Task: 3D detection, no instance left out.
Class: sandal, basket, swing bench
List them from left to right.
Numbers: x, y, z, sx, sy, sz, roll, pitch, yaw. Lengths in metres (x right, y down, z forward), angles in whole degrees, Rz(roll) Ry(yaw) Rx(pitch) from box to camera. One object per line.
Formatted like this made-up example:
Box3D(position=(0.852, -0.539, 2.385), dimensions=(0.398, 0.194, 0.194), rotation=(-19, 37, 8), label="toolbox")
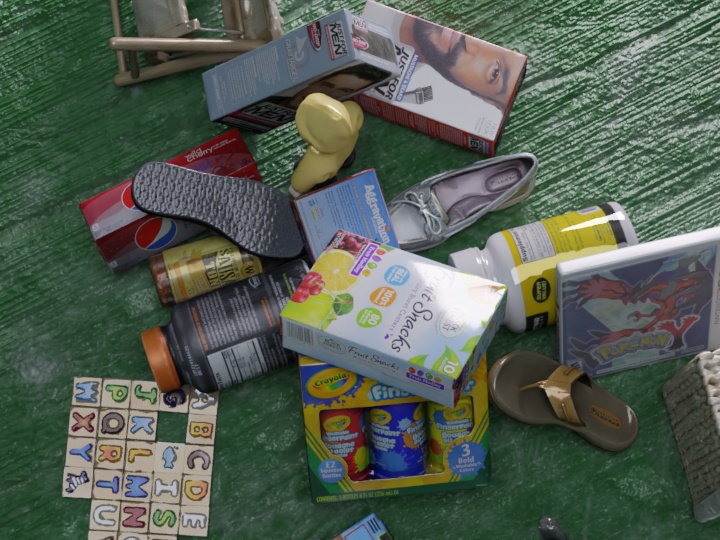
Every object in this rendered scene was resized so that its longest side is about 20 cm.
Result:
Box3D(position=(-0.199, -0.335, 1.753), dimensions=(0.197, 0.130, 0.201), rotation=(-7, 78, -8), label="swing bench")
Box3D(position=(-0.152, -0.070, 1.668), dimensions=(0.198, 0.043, 0.077), rotation=(21, 80, -11), label="sandal")
Box3D(position=(0.228, 0.139, 1.658), dimensions=(0.198, 0.054, 0.081), rotation=(24, 66, -19), label="sandal")
Box3D(position=(0.440, 0.157, 1.618), dimensions=(0.196, 0.200, 0.163), rotation=(-16, 77, -4), label="basket")

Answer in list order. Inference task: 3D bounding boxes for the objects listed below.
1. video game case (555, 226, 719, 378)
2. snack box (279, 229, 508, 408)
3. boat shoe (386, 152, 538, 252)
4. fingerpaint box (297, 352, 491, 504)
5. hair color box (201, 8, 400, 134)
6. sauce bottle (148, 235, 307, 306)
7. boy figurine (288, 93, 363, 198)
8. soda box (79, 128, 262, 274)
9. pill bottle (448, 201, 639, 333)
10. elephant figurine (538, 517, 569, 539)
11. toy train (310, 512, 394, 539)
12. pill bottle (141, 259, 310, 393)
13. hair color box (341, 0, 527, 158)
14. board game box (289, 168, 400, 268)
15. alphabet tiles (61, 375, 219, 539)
Box3D(position=(0.309, 0.039, 1.658), dimensions=(0.198, 0.183, 0.023), rotation=(-12, 46, -3), label="video game case")
Box3D(position=(0.035, 0.046, 1.580), dimensions=(0.198, 0.053, 0.143), rotation=(19, 50, 18), label="snack box")
Box3D(position=(0.108, -0.081, 1.731), dimensions=(0.200, 0.065, 0.075), rotation=(-21, 79, -5), label="boat shoe")
Box3D(position=(0.037, 0.153, 1.638), dimensions=(0.197, 0.073, 0.169), rotation=(-5, 111, -3), label="fingerpaint box")
Box3D(position=(-0.066, -0.217, 1.695), dimensions=(0.198, 0.099, 0.061), rotation=(-20, 76, 29), label="hair color box")
Box3D(position=(-0.136, -0.015, 1.715), dimensions=(0.198, 0.066, 0.067), rotation=(-18, 79, -4), label="sauce bottle")
Box3D(position=(-0.041, -0.136, 1.674), dimensions=(0.064, 0.200, 0.125), rotation=(33, 83, 6), label="boy figurine")
Box3D(position=(-0.208, -0.078, 1.717), dimensions=(0.198, 0.070, 0.064), rotation=(-26, 52, -7), label="soda box")
Box3D(position=(0.203, 0.003, 1.690), dimensions=(0.198, 0.114, 0.116), rotation=(-15, 79, -3), label="pill bottle")
Box3D(position=(0.187, 0.395, 1.609), dimensions=(0.200, 0.141, 0.156), rotation=(-41, 52, 7), label="elephant figurine")
Box3D(position=(0.017, 0.361, 1.630), dimensions=(0.114, 0.087, 0.201), rotation=(-31, 80, -13), label="toy train")
Box3D(position=(-0.137, 0.068, 1.677), dimensions=(0.198, 0.106, 0.107), rotation=(-19, 79, -5), label="pill bottle")
Box3D(position=(0.080, -0.220, 1.753), dimensions=(0.198, 0.064, 0.112), rotation=(21, 78, 9), label="hair color box")
Box3D(position=(0.000, 0.000, 1.690), dimensions=(0.102, 0.019, 0.202), rotation=(-22, 100, -19), label="board game box")
Box3D(position=(-0.246, 0.222, 1.694), dimensions=(0.165, 0.008, 0.203), rotation=(4, 78, 0), label="alphabet tiles")
